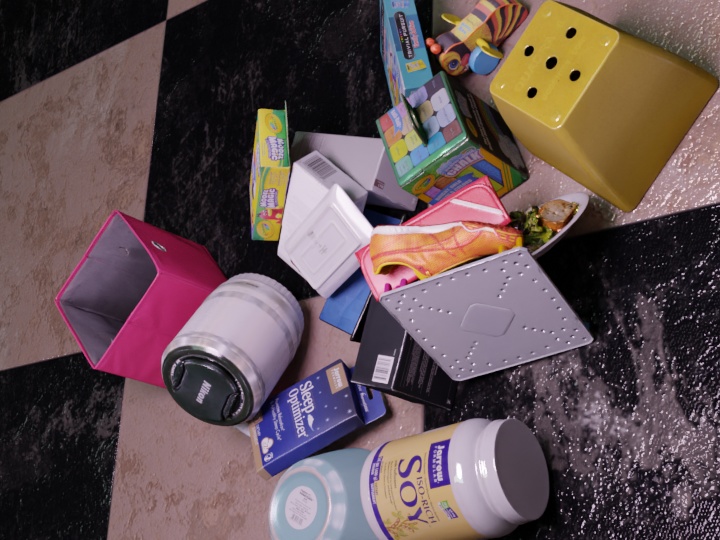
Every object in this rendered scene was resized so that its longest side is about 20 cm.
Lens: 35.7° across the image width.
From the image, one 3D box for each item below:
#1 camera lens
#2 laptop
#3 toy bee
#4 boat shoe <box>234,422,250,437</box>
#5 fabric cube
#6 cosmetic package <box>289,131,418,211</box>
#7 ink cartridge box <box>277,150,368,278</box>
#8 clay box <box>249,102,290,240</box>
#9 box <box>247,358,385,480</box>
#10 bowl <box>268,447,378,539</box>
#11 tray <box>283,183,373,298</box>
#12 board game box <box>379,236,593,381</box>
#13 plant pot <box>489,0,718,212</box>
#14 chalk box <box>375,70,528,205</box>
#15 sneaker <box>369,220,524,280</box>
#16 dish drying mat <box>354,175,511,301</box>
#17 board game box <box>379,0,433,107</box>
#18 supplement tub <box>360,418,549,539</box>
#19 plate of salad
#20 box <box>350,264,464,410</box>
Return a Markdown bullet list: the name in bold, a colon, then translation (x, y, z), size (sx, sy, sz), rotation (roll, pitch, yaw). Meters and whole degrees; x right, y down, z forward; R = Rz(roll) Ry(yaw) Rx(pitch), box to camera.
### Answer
- **camera lens**: translation (-0.186, 0.117, 1.648), size (0.160, 0.160, 0.200), rotation (-21, 22, 35)
- **laptop**: translation (0.000, 0.000, 1.607), size (0.116, 0.200, 0.188), rotation (23, 89, 15)
- **toy bee**: translation (0.150, -0.320, 1.610), size (0.131, 0.109, 0.200), rotation (22, 89, 43)
- **boat shoe**: translation (-0.176, 0.213, 1.720), size (0.200, 0.070, 0.066), rotation (23, 77, 46)
- **fabric cube**: translation (-0.342, 0.054, 1.838), size (0.200, 0.199, 0.196), rotation (-54, 46, 12)
- **cosmetic package**: translation (-0.009, -0.151, 1.686), size (0.200, 0.107, 0.090), rotation (9, 80, 42)
- **ink cartridge box**: translation (-0.060, -0.068, 1.660), size (0.109, 0.050, 0.200), rotation (40, 142, 21)
- **clay box**: translation (-0.136, -0.150, 1.673), size (0.200, 0.048, 0.115), rotation (103, 164, -52)
- **box**: translation (-0.067, 0.203, 1.593), size (0.200, 0.032, 0.121), rotation (-30, 38, 8)
- **bowl**: translation (-0.050, 0.335, 1.530), size (0.201, 0.105, 0.201), rotation (-16, 64, 36)
- **tray**: translation (-0.048, -0.035, 1.609), size (0.107, 0.022, 0.200), rotation (53, 144, 5)
- **board game box**: translation (0.157, 0.052, 1.383), size (0.200, 0.200, 0.026), rotation (-19, 44, 27)
- **plant pot**: translation (0.284, -0.224, 1.403), size (0.200, 0.176, 0.200), rotation (41, 102, 42)
- **chalk box**: translation (0.112, -0.172, 1.520), size (0.124, 0.200, 0.125), rotation (-35, 53, 27)
- **sneaker**: translation (0.107, -0.023, 1.374), size (0.200, 0.073, 0.077), rotation (-4, 88, 28)
- **dish drying mat**: translation (0.090, -0.042, 1.423), size (0.200, 0.018, 0.077), rotation (-30, 68, 11)
- **board game box**: translation (0.067, -0.301, 1.650), size (0.047, 0.151, 0.200), rotation (-9, 60, -4)
- **supplement tub**: translation (0.116, 0.264, 1.380), size (0.200, 0.145, 0.146), rotation (-22, 60, 35)
- **plate of salad**: translation (0.200, -0.048, 1.426), size (0.200, 0.048, 0.200), rotation (-35, 12, 8)
- **box**: translation (0.078, 0.072, 1.493), size (0.079, 0.141, 0.200), rotation (6, 77, 42)
